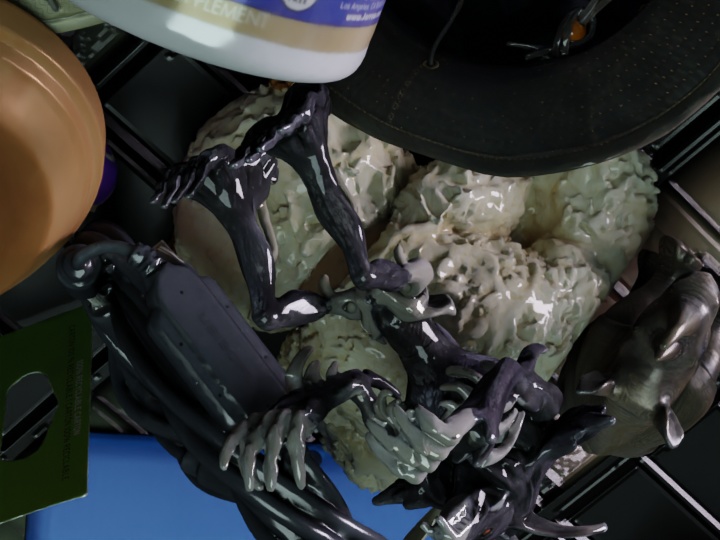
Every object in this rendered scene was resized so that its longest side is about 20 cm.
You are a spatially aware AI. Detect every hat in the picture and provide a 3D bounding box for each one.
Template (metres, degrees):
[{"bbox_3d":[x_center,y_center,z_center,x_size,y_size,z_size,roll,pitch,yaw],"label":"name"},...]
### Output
[{"bbox_3d":[0.064,-0.108,0.914,0.199,0.202,0.081,-21,153,8],"label":"hat"}]

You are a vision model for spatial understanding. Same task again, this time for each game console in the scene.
[{"bbox_3d":[-0.058,0.166,1.161,0.198,0.119,0.171,4,152,-6],"label":"game console"}]

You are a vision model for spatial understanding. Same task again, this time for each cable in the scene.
[{"bbox_3d":[-0.055,0.068,0.989,0.051,0.163,0.200,-40,94,-15],"label":"cable"}]

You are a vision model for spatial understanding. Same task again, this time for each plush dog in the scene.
[{"bbox_3d":[0.000,0.000,1.007,0.171,0.160,0.200,38,114,2],"label":"plush dog"}]

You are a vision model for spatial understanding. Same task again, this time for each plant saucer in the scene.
[{"bbox_3d":[-0.192,-0.032,0.916,0.199,0.038,0.201,-6,145,-4],"label":"plant saucer"}]

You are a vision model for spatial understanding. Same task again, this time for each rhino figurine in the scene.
[{"bbox_3d":[0.117,0.036,0.997,0.060,0.200,0.088,35,87,4],"label":"rhino figurine"}]

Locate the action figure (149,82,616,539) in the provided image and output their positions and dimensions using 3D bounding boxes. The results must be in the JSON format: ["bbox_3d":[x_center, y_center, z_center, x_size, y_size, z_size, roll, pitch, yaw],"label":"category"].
[{"bbox_3d":[0.005,0.039,0.871,0.119,0.102,0.201,-22,109,44],"label":"action figure"}]

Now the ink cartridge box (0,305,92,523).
[{"bbox_3d":[-0.213,0.054,1.007,0.199,0.148,0.076,-19,120,6],"label":"ink cartridge box"}]

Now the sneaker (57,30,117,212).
[{"bbox_3d":[-0.134,-0.111,0.962,0.099,0.070,0.200,-37,123,0],"label":"sneaker"}]

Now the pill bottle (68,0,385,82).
[{"bbox_3d":[-0.024,-0.174,0.814,0.119,0.120,0.201,16,107,-13],"label":"pill bottle"}]

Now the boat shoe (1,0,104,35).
[{"bbox_3d":[-0.073,-0.156,0.914,0.199,0.068,0.075,-32,122,-5],"label":"boat shoe"}]
